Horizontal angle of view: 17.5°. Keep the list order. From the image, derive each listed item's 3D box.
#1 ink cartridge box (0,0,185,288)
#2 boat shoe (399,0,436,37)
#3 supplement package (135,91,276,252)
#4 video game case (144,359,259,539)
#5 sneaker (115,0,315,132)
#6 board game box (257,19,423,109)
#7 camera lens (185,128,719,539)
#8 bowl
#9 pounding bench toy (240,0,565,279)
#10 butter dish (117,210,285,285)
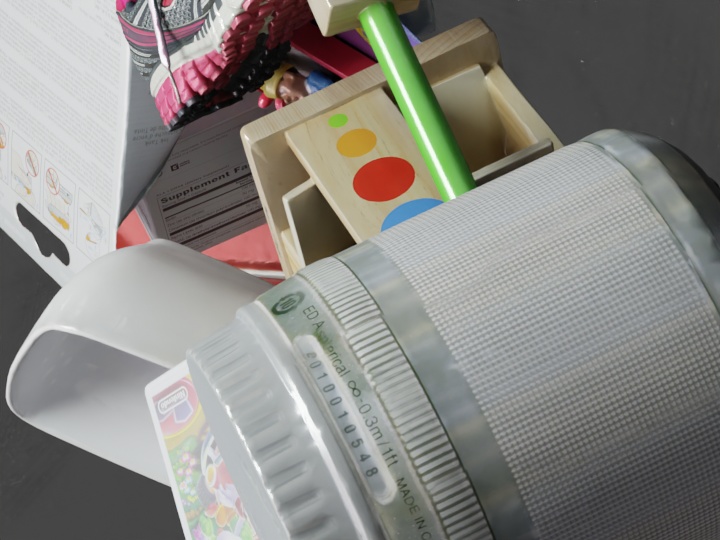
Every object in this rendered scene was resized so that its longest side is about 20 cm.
[{"bbox_3d":[-0.151,-0.090,1.268,0.162,0.050,0.201,39,135,42],"label":"ink cartridge box"},{"bbox_3d":[-0.022,-0.166,1.170,0.200,0.064,0.071,54,165,51],"label":"boat shoe"},{"bbox_3d":[-0.090,-0.134,1.358,0.200,0.155,0.111,60,169,31],"label":"supplement package"},{"bbox_3d":[-0.025,0.120,0.982,0.143,0.018,0.201,-32,71,49],"label":"video game case"},{"bbox_3d":[-0.061,-0.134,1.059,0.075,0.081,0.200,58,144,5],"label":"sneaker"},{"bbox_3d":[-0.015,-0.087,1.163,0.158,0.039,0.200,45,166,-20],"label":"board game box"},{"bbox_3d":[0.056,0.051,0.854,0.160,0.199,0.160,62,170,19],"label":"camera lens"},{"bbox_3d":[-0.072,0.057,1.187,0.199,0.075,0.200,24,157,-7],"label":"bowl"},{"bbox_3d":[0.036,-0.026,1.009,0.156,0.124,0.200,56,167,44],"label":"pounding bench toy"},{"bbox_3d":[-0.036,0.005,1.509,0.199,0.148,0.200,4,130,31],"label":"butter dish"}]
